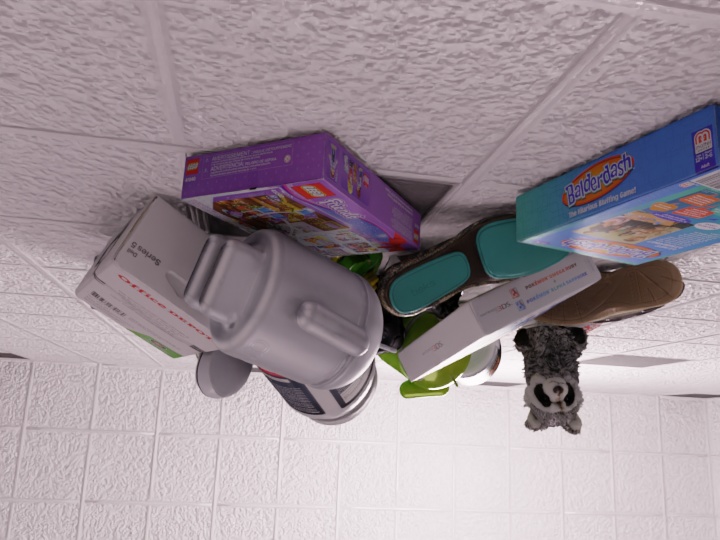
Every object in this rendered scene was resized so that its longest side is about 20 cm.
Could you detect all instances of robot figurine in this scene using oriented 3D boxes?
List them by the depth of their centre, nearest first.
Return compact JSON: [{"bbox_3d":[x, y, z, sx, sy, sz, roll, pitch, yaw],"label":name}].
[{"bbox_3d":[-0.058,0.038,0.603,0.198,0.115,0.169,28,176,-32],"label":"robot figurine"},{"bbox_3d":[0.087,0.100,0.974,0.113,0.180,0.199,-17,-161,-21],"label":"robot figurine"}]

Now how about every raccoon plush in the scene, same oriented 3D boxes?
[{"bbox_3d":[0.270,0.153,0.898,0.095,0.138,0.199,-6,165,28],"label":"raccoon plush"}]

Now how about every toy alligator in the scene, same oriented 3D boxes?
[{"bbox_3d":[0.000,0.000,0.794,0.054,0.060,0.200,-37,170,-9],"label":"toy alligator"}]

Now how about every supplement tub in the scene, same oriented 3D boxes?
[{"bbox_3d":[-0.058,0.100,0.839,0.137,0.143,0.201,-2,146,16],"label":"supplement tub"},{"bbox_3d":[0.184,0.134,1.153,0.119,0.126,0.200,-1,166,15],"label":"supplement tub"}]

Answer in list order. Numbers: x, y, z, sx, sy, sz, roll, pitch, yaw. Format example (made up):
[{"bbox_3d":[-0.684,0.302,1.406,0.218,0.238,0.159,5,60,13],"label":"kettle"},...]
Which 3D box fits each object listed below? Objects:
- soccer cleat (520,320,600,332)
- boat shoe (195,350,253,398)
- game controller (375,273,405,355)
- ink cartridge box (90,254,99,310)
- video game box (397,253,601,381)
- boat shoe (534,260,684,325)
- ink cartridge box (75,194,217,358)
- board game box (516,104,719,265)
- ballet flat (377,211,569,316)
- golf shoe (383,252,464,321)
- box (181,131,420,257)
[{"bbox_3d":[0.268,0.060,0.950,0.083,0.071,0.199,-3,175,-28],"label":"soccer cleat"},{"bbox_3d":[-0.170,0.091,0.811,0.064,0.073,0.201,-14,-155,12],"label":"boat shoe"},{"bbox_3d":[0.009,0.070,0.958,0.041,0.107,0.199,4,167,-23],"label":"game controller"},{"bbox_3d":[-0.265,0.037,0.941,0.133,0.079,0.200,-1,168,14],"label":"ink cartridge box"},{"bbox_3d":[0.158,0.056,0.785,0.179,0.048,0.200,-19,165,-26],"label":"video game box"},{"bbox_3d":[0.306,0.035,0.838,0.197,0.074,0.064,-15,155,35],"label":"boat shoe"},{"bbox_3d":[-0.211,0.018,0.719,0.145,0.085,0.198,38,152,-21],"label":"ink cartridge box"},{"bbox_3d":[0.244,-0.055,0.528,0.149,0.046,0.199,8,164,-25],"label":"board game box"},{"bbox_3d":[0.106,-0.015,0.647,0.196,0.069,0.075,-21,-162,0],"label":"ballet flat"},{"bbox_3d":[0.084,0.013,0.820,0.093,0.079,0.200,23,175,17],"label":"golf shoe"},{"bbox_3d":[-0.042,-0.056,0.589,0.134,0.040,0.199,-3,165,25],"label":"box"}]
